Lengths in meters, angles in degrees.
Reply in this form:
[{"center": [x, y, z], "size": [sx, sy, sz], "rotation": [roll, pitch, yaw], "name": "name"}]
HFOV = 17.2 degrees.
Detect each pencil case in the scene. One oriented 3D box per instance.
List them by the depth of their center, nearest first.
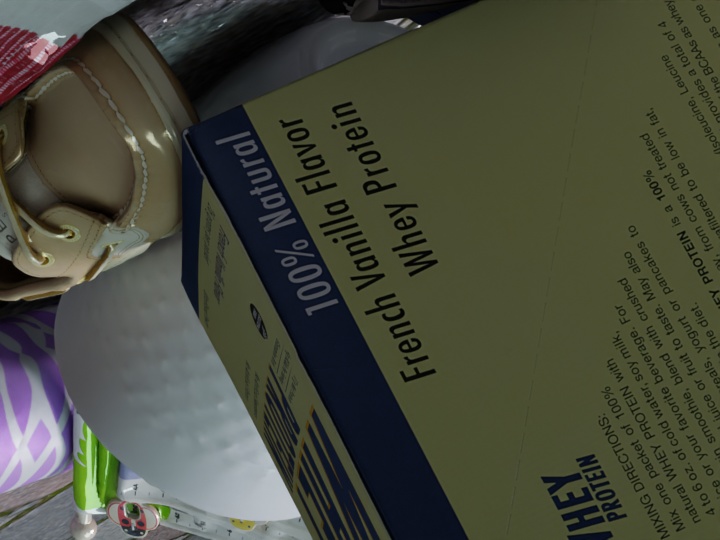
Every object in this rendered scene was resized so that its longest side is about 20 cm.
[{"center": [-0.166, 0.060, 1.160], "size": [0.085, 0.084, 0.200], "rotation": [10, -166, 35], "name": "pencil case"}]

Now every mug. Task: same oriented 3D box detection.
[{"center": [0.000, 0.000, 0.959], "size": [0.176, 0.199, 0.148], "rotation": [-54, -158, 38], "name": "mug"}]

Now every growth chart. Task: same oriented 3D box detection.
[{"center": [-0.048, 0.091, 1.107], "size": [0.018, 0.199, 0.145], "rotation": [-64, 160, -47], "name": "growth chart"}]

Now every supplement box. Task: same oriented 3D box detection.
[{"center": [0.071, 0.023, 0.774], "size": [0.199, 0.201, 0.134], "rotation": [-25, 163, -12], "name": "supplement box"}]

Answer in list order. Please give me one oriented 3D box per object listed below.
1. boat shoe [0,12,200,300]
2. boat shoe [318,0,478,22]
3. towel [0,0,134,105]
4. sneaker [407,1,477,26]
[{"center": [-0.103, -0.027, 0.828], "size": [0.069, 0.074, 0.200], "rotation": [-31, 174, -20], "name": "boat shoe"}, {"center": [0.078, -0.133, 0.766], "size": [0.199, 0.075, 0.093], "rotation": [-23, 178, -32], "name": "boat shoe"}, {"center": [-0.098, -0.085, 0.671], "size": [0.199, 0.023, 0.144], "rotation": [-32, 171, 24], "name": "towel"}, {"center": [0.055, -0.104, 0.883], "size": [0.088, 0.076, 0.200], "rotation": [-33, 170, 33], "name": "sneaker"}]
